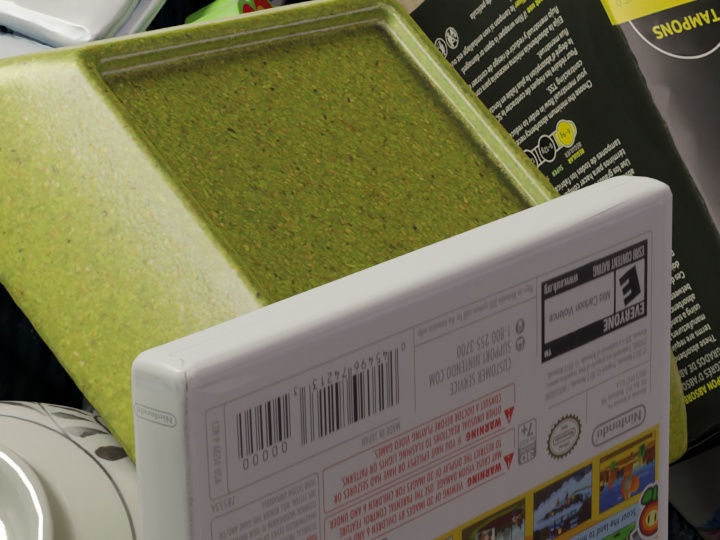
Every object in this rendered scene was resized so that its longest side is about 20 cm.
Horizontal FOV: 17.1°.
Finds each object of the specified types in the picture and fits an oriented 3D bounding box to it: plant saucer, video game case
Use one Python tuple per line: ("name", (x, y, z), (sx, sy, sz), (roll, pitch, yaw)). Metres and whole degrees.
("plant saucer", (-0.007, -0.010, 0.711), (0.199, 0.048, 0.200), (-17, 61, -46))
("video game case", (0.020, 0.084, 0.641), (0.200, 0.023, 0.183), (-21, 115, -46))

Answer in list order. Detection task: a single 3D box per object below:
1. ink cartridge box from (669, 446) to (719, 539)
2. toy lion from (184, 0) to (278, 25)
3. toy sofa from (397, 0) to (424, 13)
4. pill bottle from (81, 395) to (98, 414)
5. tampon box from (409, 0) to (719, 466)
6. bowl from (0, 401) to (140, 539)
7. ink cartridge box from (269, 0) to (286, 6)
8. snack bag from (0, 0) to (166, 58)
("ink cartridge box", (0.197, 0.060, 1.029), (0.200, 0.083, 0.146), (47, 42, 0))
("toy lion", (0.000, 0.000, 0.858), (0.201, 0.068, 0.192), (68, 13, 21))
("toy sofa", (0.026, -0.105, 1.000), (0.083, 0.097, 0.201), (-35, 99, -31))
("pill bottle", (-0.054, 0.120, 0.754), (0.112, 0.112, 0.201), (22, 46, -25))
("tampon box", (0.136, -0.045, 0.901), (0.149, 0.126, 0.201), (-19, 79, -33))
("bowl", (-0.109, 0.104, 0.648), (0.200, 0.094, 0.201), (-8, 52, 10))
("ink cartridge box", (-0.055, -0.182, 1.051), (0.099, 0.039, 0.200), (37, 40, -11))
("snack bag", (-0.167, -0.100, 0.823), (0.188, 0.021, 0.200), (19, 52, 15))
